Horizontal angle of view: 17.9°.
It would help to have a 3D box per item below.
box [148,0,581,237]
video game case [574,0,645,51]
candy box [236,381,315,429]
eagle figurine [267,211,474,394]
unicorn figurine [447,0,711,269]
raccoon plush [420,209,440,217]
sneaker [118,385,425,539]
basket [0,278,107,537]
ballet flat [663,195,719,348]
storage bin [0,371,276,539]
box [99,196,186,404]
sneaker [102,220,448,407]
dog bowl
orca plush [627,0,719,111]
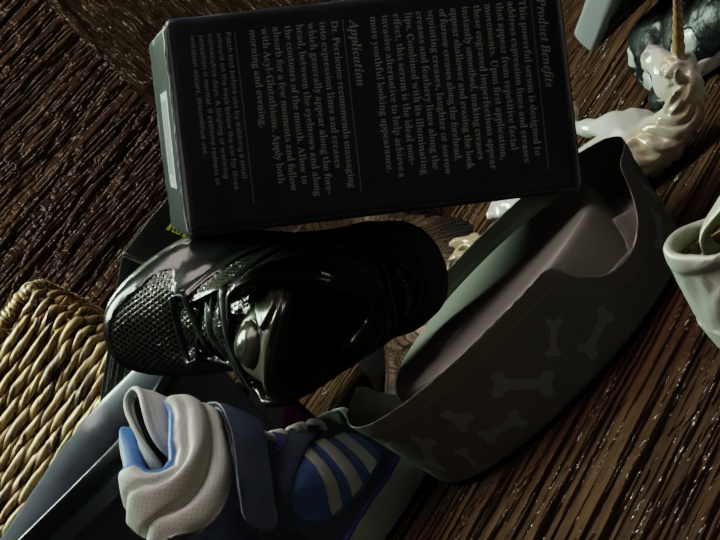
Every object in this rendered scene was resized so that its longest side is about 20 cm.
[{"bbox_3d":[-0.002,-0.082,1.169,0.198,0.108,0.148,-7,3,-8],"label":"box"},{"bbox_3d":[0.211,-0.231,1.421,0.182,0.022,0.200,-45,-7,-8],"label":"video game case"},{"bbox_3d":[-0.119,0.151,1.564,0.137,0.061,0.200,-49,7,-25],"label":"candy box"},{"bbox_3d":[0.003,0.007,1.426,0.151,0.151,0.200,-36,-2,10],"label":"eagle figurine"},{"bbox_3d":[0.135,-0.063,1.305,0.201,0.073,0.137,-60,17,2],"label":"unicorn figurine"},{"bbox_3d":[-0.012,-0.060,1.777,0.097,0.134,0.200,-45,8,1],"label":"raccoon plush"},{"bbox_3d":[-0.051,0.093,1.180,0.080,0.146,0.200,-40,10,35],"label":"sneaker"},{"bbox_3d":[-0.224,0.129,1.722,0.201,0.148,0.143,-59,-18,-1],"label":"basket"},{"bbox_3d":[0.194,-0.043,0.870,0.200,0.069,0.070,-42,9,30],"label":"ballet flat"},{"bbox_3d":[-0.108,0.142,1.282,0.145,0.134,0.200,-43,8,22],"label":"storage bin"},{"bbox_3d":[-0.107,0.014,1.478,0.194,0.047,0.201,-61,-11,-49],"label":"box"},{"bbox_3d":[-0.064,0.024,1.163,0.198,0.077,0.114,-6,11,28],"label":"sneaker"},{"bbox_3d":[0.081,0.024,1.153,0.200,0.059,0.200,-46,7,8],"label":"dog bowl"},{"bbox_3d":[0.198,-0.155,1.379,0.105,0.071,0.200,-46,8,1],"label":"orca plush"}]
